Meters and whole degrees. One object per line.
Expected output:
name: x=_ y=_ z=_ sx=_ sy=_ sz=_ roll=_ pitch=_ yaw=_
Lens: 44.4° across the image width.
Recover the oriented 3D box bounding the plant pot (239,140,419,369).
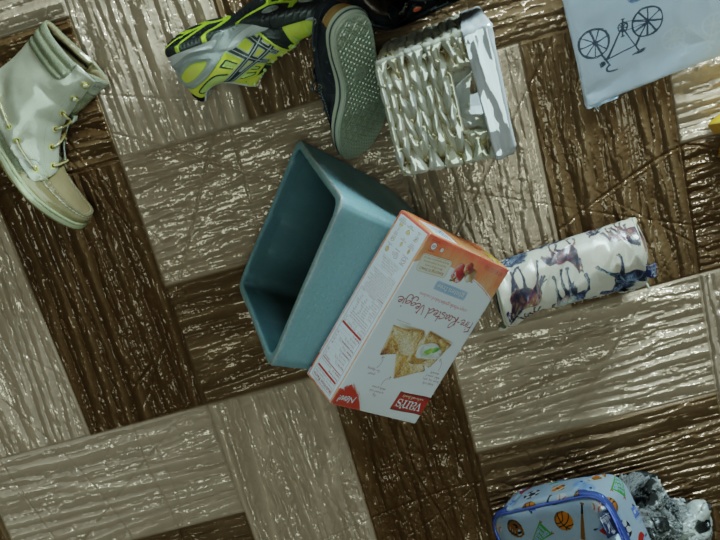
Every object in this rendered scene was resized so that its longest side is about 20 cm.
plant pot: x=0.000 y=0.000 z=1.010 sx=0.197 sy=0.196 sz=0.199 roll=17 pitch=109 yaw=-25

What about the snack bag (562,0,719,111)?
snack bag: x=0.318 y=-0.297 z=0.977 sx=0.186 sy=0.022 sz=0.202 roll=-21 pitch=124 yaw=6

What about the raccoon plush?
raccoon plush: x=0.379 y=0.350 z=1.199 sx=0.133 sy=0.098 sz=0.199 roll=38 pitch=134 yaw=-25

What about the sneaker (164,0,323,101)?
sneaker: x=-0.117 y=-0.254 z=0.992 sx=0.197 sy=0.076 sz=0.077 roll=-16 pitch=123 yaw=11

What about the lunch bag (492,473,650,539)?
lunch bag: x=0.278 y=0.354 z=1.133 sx=0.198 sy=0.075 sz=0.163 roll=-23 pitch=90 yaw=41

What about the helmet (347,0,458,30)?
helmet: x=0.045 y=-0.360 z=0.890 sx=0.197 sy=0.200 sz=0.194 roll=-22 pitch=98 yaw=7

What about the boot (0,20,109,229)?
boot: x=-0.343 y=-0.163 z=1.015 sx=0.154 sy=0.072 sz=0.201 roll=-37 pitch=104 yaw=8

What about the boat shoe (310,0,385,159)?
boat shoe: x=-0.016 y=-0.211 z=0.983 sx=0.074 sy=0.062 sz=0.202 roll=-30 pitch=142 yaw=-18

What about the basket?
basket: x=0.089 y=-0.193 z=0.941 sx=0.121 sy=0.200 sz=0.138 roll=-13 pitch=108 yaw=9

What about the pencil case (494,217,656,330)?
pencil case: x=0.251 y=0.007 z=1.069 sx=0.197 sy=0.078 sz=0.091 roll=-17 pitch=93 yaw=5

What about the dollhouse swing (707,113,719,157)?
dollhouse swing: x=0.536 y=-0.126 z=0.976 sx=0.181 sy=0.176 sz=0.200 roll=-40 pitch=105 yaw=12

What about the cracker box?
cracker box: x=0.050 y=0.054 z=0.920 sx=0.133 sy=0.058 sz=0.202 roll=19 pitch=106 yaw=-42
